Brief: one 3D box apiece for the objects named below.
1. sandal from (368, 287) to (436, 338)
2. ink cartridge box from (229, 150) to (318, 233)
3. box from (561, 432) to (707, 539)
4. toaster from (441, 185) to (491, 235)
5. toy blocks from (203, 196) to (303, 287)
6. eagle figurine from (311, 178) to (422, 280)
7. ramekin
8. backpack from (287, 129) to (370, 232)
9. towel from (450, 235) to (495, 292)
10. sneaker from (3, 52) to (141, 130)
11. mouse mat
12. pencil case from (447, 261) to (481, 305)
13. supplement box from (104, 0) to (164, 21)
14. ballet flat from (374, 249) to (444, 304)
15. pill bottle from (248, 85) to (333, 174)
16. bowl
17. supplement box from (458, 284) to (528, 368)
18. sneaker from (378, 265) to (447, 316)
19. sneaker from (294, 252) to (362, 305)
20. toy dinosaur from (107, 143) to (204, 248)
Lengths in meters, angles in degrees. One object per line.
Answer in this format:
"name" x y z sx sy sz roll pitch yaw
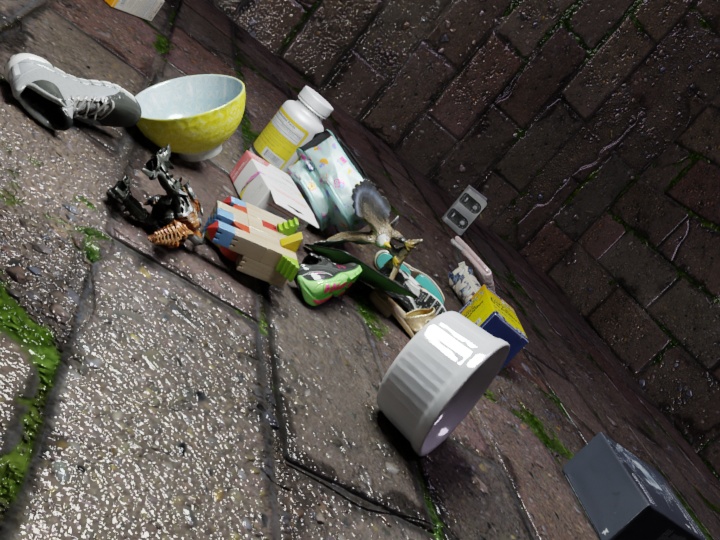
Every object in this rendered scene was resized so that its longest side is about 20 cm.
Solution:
"sandal" 0.116 0.094 1.369 0.211 0.070 0.078 41 16 -5
"ink cartridge box" -0.165 -0.133 1.305 0.116 0.068 0.200 28 19 -39
"box" 0.520 0.449 1.313 0.199 0.118 0.197 34 17 -22
"toaster" 0.446 -0.256 2.898 0.118 0.181 0.200 41 16 3
"toy blocks" -0.175 -0.053 1.049 0.136 0.100 0.200 23 19 -22
"eagle figurine" 0.020 -0.077 1.365 0.199 0.153 0.151 28 -23 -21
"ramekin" 0.114 0.154 0.982 0.098 0.201 0.200 39 14 22
"backpack" -0.055 -0.167 1.450 0.200 0.153 0.176 47 -12 14
"towel" 0.336 0.019 2.024 0.191 0.032 0.201 54 -9 42
"sneaker" -0.406 -0.229 0.994 0.199 0.075 0.116 14 35 -40
"mouse mat" 0.000 0.000 1.321 0.199 0.008 0.160 33 -11 -33
"pencil case" 0.307 0.065 1.884 0.200 0.077 0.090 -116 -176 -54
"supplement box" -0.624 -0.742 1.814 0.126 0.074 0.200 43 15 2
"ballet flat" 0.116 0.021 1.583 0.200 0.068 0.062 43 6 2
"pill bottle" -0.154 -0.313 1.564 0.111 0.200 0.111 38 16 -13
"bowl" -0.292 -0.258 1.212 0.201 0.198 0.108 -117 -164 -53
"supplement box" 0.313 0.136 1.660 0.109 0.110 0.200 39 15 -10
"sneaker" 0.124 0.061 1.474 0.200 0.074 0.080 47 14 17
"sneaker" -0.057 0.002 1.187 0.084 0.077 0.200 48 15 8
"toy dinosaur" -0.254 -0.084 0.927 0.136 0.102 0.200 54 -12 -21
